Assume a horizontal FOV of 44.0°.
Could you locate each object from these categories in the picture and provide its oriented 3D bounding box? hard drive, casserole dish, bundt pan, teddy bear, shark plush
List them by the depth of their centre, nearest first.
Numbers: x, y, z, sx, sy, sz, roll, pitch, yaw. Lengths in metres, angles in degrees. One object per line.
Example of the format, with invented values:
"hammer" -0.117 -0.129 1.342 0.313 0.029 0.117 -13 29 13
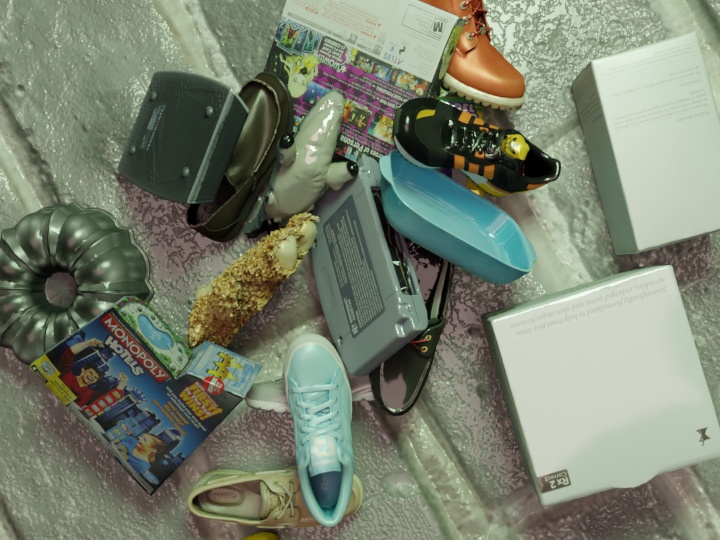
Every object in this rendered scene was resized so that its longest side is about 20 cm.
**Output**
"casserole dish" 0.093 -0.050 0.911 0.198 0.122 0.039 28 119 -20
"teddy bear" -0.121 0.007 0.959 0.067 0.200 0.146 42 48 -6
"hard drive" -0.193 -0.143 0.962 0.042 0.199 0.137 21 92 -38
"shark plush" -0.066 -0.100 0.972 0.089 0.201 0.084 10 47 -17
"bundt pan" -0.341 0.022 1.013 0.198 0.076 0.206 0 90 3

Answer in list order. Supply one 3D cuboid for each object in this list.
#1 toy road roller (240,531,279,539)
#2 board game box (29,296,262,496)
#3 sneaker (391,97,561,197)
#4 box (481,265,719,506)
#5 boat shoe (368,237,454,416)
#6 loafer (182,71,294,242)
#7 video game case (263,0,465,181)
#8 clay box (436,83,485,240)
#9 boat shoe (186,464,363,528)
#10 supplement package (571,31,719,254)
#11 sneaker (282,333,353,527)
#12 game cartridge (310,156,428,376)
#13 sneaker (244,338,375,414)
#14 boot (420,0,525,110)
"toy road roller" -0.139 0.375 0.982 0.196 0.123 0.149 -14 75 1
"board game box" -0.213 0.119 0.946 0.198 0.062 0.201 -30 108 27
"sneaker" 0.124 -0.130 0.909 0.198 0.089 0.071 18 77 -39
"box" 0.251 0.117 0.948 0.196 0.131 0.204 -16 89 3
"boat shoe" 0.052 0.056 0.946 0.072 0.063 0.205 13 90 -2
"loafer" -0.135 -0.121 0.979 0.072 0.071 0.203 28 105 19
"video game case" -0.007 -0.220 0.965 0.198 0.036 0.184 27 107 19
"clay box" 0.081 -0.118 1.000 0.113 0.048 0.204 -2 91 3
"boat shoe" -0.095 0.258 1.002 0.196 0.065 0.074 1 90 4
"supplement package" 0.313 -0.129 0.951 0.115 0.117 0.204 -14 89 3
"sneaker" -0.036 0.169 0.923 0.073 0.082 0.204 -11 106 -9
"game cartridge" 0.000 0.000 0.944 0.133 0.040 0.203 -39 57 43
"sneaker" -0.035 0.114 1.002 0.196 0.075 0.084 -10 83 -8
"boot" 0.111 -0.260 0.957 0.199 0.075 0.108 41 127 8
